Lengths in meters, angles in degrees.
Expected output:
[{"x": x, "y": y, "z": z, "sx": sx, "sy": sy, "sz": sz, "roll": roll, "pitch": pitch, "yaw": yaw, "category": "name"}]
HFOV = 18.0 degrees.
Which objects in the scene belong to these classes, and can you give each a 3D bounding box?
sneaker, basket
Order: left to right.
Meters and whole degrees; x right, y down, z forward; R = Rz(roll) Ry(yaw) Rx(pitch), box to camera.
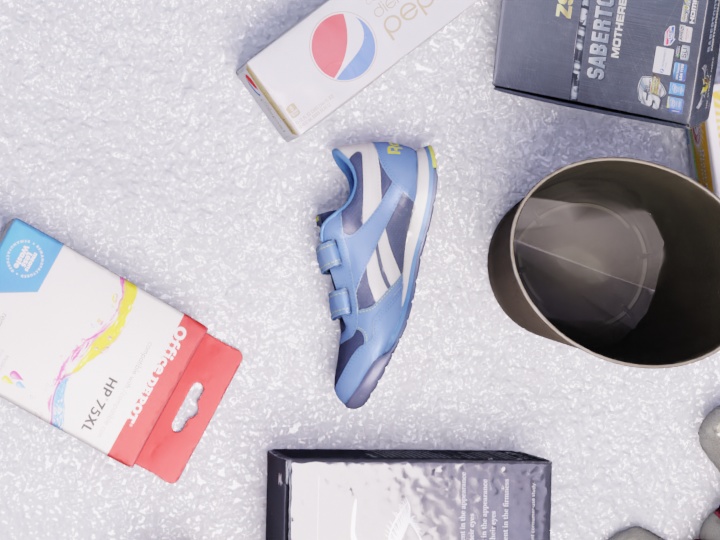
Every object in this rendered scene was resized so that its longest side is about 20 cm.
[{"x": 0.000, "y": 0.000, "z": 1.659, "sx": 0.081, "sy": 0.074, "sz": 0.202, "roll": 13, "pitch": 80, "yaw": -9, "category": "sneaker"}, {"x": 0.169, "y": -0.005, "z": 1.623, "sx": 0.179, "sy": 0.200, "sz": 0.137, "roll": 18, "pitch": 87, "yaw": -9, "category": "basket"}]

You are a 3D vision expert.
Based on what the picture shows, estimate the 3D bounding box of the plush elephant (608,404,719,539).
[{"x": 0.295, "y": 0.228, "z": 1.661, "sx": 0.165, "sy": 0.155, "sz": 0.200, "roll": -45, "pitch": 102, "yaw": 3, "category": "plush elephant"}]

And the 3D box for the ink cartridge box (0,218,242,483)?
[{"x": -0.189, "y": 0.061, "z": 1.621, "sx": 0.199, "sy": 0.067, "sz": 0.117, "roll": 29, "pitch": 84, "yaw": -10, "category": "ink cartridge box"}]

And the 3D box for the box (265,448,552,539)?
[{"x": 0.032, "y": 0.205, "z": 1.644, "sx": 0.198, "sy": 0.104, "sz": 0.150, "roll": 3, "pitch": 89, "yaw": -10, "category": "box"}]

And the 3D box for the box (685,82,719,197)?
[{"x": 0.348, "y": -0.096, "z": 1.694, "sx": 0.198, "sy": 0.101, "sz": 0.114, "roll": -9, "pitch": 91, "yaw": -1, "category": "box"}]

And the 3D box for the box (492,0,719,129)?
[{"x": 0.184, "y": -0.215, "z": 1.626, "sx": 0.156, "sy": 0.051, "sz": 0.202, "roll": 15, "pitch": 107, "yaw": 24, "category": "box"}]

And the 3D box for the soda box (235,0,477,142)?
[{"x": 0.008, "y": -0.180, "z": 1.664, "sx": 0.199, "sy": 0.064, "sz": 0.068, "roll": -38, "pitch": 96, "yaw": -8, "category": "soda box"}]
